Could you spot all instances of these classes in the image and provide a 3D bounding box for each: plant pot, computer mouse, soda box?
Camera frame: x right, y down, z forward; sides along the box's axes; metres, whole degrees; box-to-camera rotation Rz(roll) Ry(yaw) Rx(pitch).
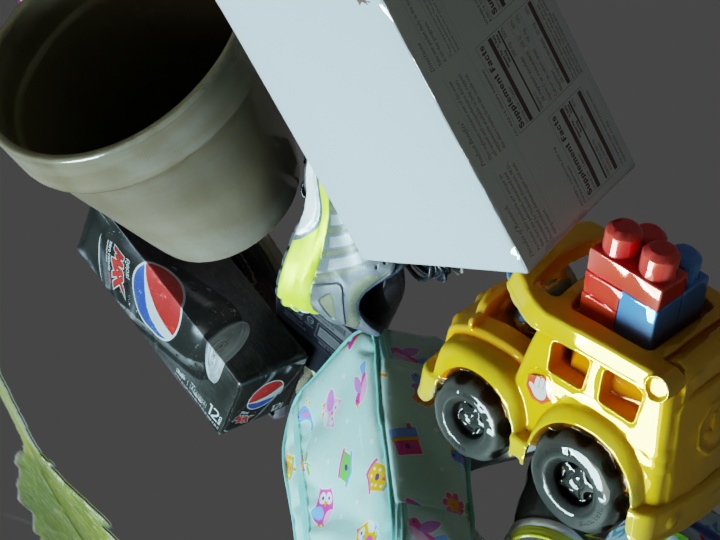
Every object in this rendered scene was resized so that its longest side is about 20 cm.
[{"bbox_3d":[-0.128,-0.102,1.441,0.200,0.200,0.174,22,158,38],"label":"plant pot"},{"bbox_3d":[0.000,0.000,1.530,0.138,0.053,0.200,41,140,14],"label":"computer mouse"},{"bbox_3d":[-0.128,0.023,1.599,0.200,0.071,0.063,50,139,24],"label":"soda box"}]

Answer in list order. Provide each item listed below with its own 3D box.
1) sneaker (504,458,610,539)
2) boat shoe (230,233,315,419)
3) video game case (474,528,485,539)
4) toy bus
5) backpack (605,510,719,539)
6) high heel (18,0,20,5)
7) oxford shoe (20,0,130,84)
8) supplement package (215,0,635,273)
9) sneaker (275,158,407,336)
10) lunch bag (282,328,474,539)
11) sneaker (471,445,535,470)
[{"bbox_3d":[0.159,0.194,1.542,0.074,0.085,0.200,6,159,19],"label":"sneaker"},{"bbox_3d":[-0.086,0.029,1.664,0.072,0.065,0.200,12,136,52],"label":"boat shoe"},{"bbox_3d":[0.097,0.223,1.565,0.200,0.023,0.182,50,175,-31],"label":"video game case"},{"bbox_3d":[0.143,0.038,1.306,0.200,0.136,0.192,31,136,33],"label":"toy bus"},{"bbox_3d":[0.236,0.254,1.453,0.200,0.154,0.163,29,159,-13],"label":"backpack"},{"bbox_3d":[-0.183,-0.128,1.584,0.200,0.067,0.096,42,142,2],"label":"high heel"},{"bbox_3d":[-0.224,-0.214,1.528,0.200,0.075,0.058,53,146,2],"label":"oxford shoe"},{"bbox_3d":[0.037,-0.112,1.257,0.156,0.111,0.200,5,131,51],"label":"supplement package"},{"bbox_3d":[0.007,-0.042,1.411,0.081,0.074,0.200,28,132,16],"label":"sneaker"},{"bbox_3d":[0.006,0.153,1.488,0.077,0.200,0.160,14,143,-27],"label":"lunch bag"},{"bbox_3d":[0.091,0.104,1.531,0.200,0.073,0.071,149,108,-66],"label":"sneaker"}]
